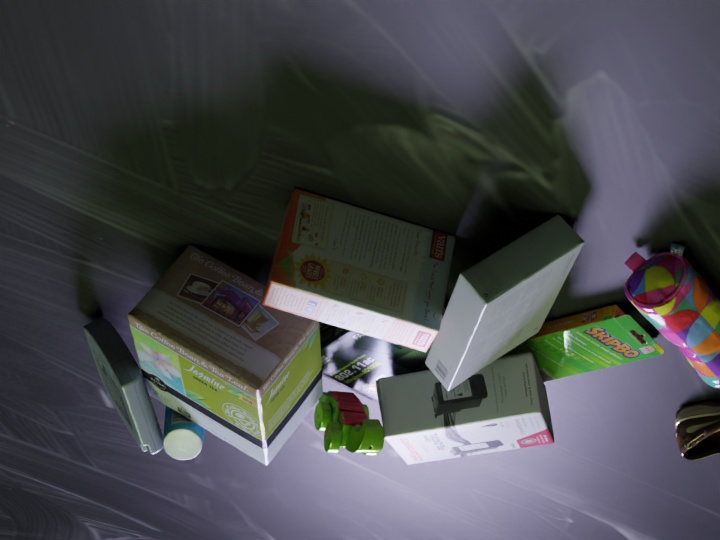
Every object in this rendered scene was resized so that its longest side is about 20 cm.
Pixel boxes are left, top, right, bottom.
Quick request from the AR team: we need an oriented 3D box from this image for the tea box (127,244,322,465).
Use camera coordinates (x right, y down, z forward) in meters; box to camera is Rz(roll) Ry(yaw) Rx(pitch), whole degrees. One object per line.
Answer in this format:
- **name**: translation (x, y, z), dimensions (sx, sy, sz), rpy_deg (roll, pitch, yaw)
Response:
- **tea box**: translation (-0.165, 0.107, 1.760), dimensions (0.200, 0.134, 0.197), rpy_deg (27, 148, 19)

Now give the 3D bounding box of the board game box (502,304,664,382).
- **board game box**: translation (0.270, 0.093, 1.752), dimensions (0.200, 0.030, 0.096), rpy_deg (-15, 138, 38)

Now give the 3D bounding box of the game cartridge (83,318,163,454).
- **game cartridge**: translation (-0.318, 0.145, 1.872), dimensions (0.041, 0.200, 0.133), rpy_deg (-26, 120, -15)

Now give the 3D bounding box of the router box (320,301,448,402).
- **router box**: translation (0.038, 0.092, 1.790), dimensions (0.150, 0.062, 0.200), rpy_deg (28, 143, -21)

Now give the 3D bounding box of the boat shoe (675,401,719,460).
- **boat shoe**: translation (0.497, 0.202, 1.794), dimensions (0.075, 0.075, 0.202), rpy_deg (36, 139, -31)

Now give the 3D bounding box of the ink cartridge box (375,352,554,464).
- **ink cartridge box**: translation (0.133, 0.178, 1.773), dimensions (0.200, 0.083, 0.145), rpy_deg (-11, 156, 11)

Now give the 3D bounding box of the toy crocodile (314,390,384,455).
- **toy crocodile**: translation (-0.016, 0.189, 1.789), dimensions (0.067, 0.200, 0.062), rpy_deg (7, 103, -13)

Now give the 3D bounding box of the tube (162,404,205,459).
- **tube**: translation (-0.233, 0.176, 1.894), dimensions (0.077, 0.200, 0.050), rpy_deg (26, 116, -15)

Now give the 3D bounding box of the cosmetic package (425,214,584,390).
- **cosmetic package**: translation (0.162, 0.039, 1.607), dimensions (0.052, 0.151, 0.200), rpy_deg (51, 152, 21)

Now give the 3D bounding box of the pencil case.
- **pencil case**: translation (0.383, 0.055, 1.618), dimensions (0.088, 0.088, 0.200), rpy_deg (-17, 134, 35)

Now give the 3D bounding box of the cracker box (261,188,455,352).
- **cracker box**: translation (0.000, 0.000, 1.607), dimensions (0.200, 0.134, 0.058), rpy_deg (17, 146, -6)
